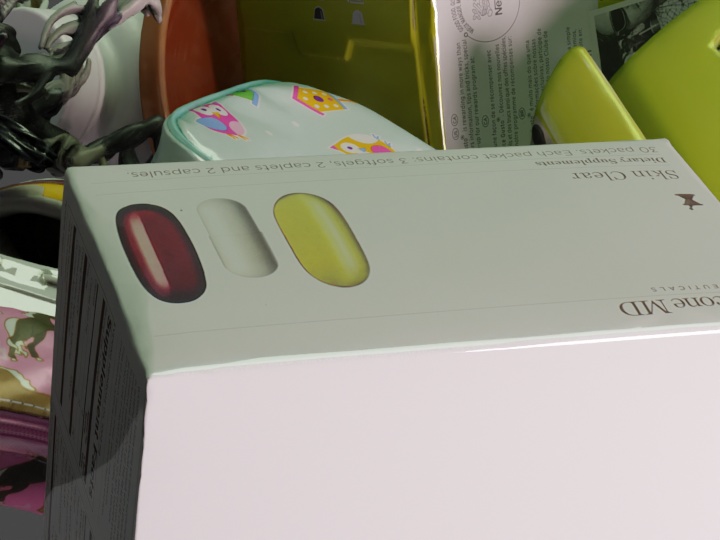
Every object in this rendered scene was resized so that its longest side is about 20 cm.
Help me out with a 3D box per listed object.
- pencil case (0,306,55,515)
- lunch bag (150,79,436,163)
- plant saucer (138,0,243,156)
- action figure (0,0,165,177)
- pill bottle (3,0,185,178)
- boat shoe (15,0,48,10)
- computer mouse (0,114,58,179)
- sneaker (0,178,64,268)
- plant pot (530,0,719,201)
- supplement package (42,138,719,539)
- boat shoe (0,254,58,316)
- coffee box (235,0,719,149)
[{"bbox_3d":[-0.162,0.041,0.737,0.199,0.083,0.087,15,46,-29],"label":"pencil case"},{"bbox_3d":[0.000,0.000,0.884,0.200,0.077,0.160,32,25,12],"label":"lunch bag"},{"bbox_3d":[-0.061,-0.104,1.219,0.032,0.201,0.200,-3,-2,34],"label":"plant saucer"},{"bbox_3d":[-0.148,-0.090,1.079,0.200,0.102,0.119,41,-29,-21],"label":"action figure"},{"bbox_3d":[-0.132,-0.103,1.242,0.111,0.111,0.200,31,17,32],"label":"pill bottle"},{"bbox_3d":[-0.235,-0.157,1.336,0.074,0.086,0.202,23,14,4],"label":"boat shoe"},{"bbox_3d":[-0.194,-0.053,1.026,0.059,0.034,0.200,42,-15,-20],"label":"computer mouse"},{"bbox_3d":[-0.092,0.013,0.973,0.199,0.075,0.090,20,14,27],"label":"sneaker"},{"bbox_3d":[0.184,-0.008,0.999,0.181,0.199,0.200,-18,57,-14],"label":"plant pot"},{"bbox_3d":[0.013,0.056,0.648,0.199,0.156,0.111,-4,34,-19],"label":"supplement package"},{"bbox_3d":[-0.113,0.024,0.847,0.199,0.074,0.066,17,56,-24],"label":"boat shoe"},{"bbox_3d":[0.060,-0.152,1.132,0.197,0.201,0.199,-13,16,-31],"label":"coffee box"}]
